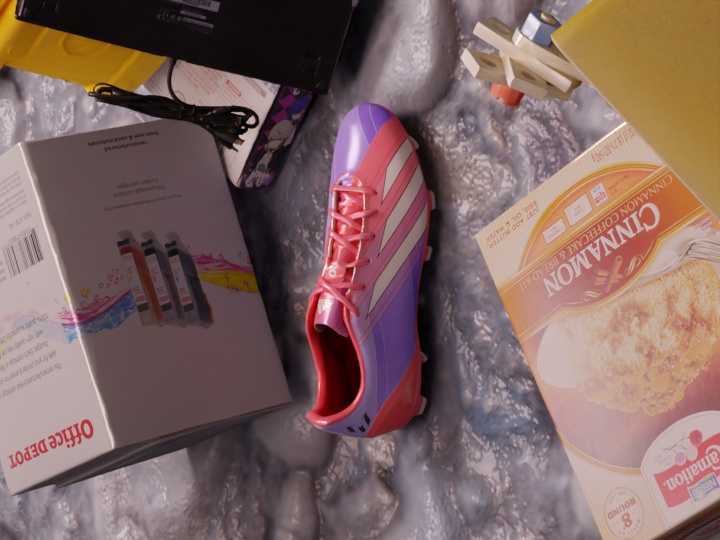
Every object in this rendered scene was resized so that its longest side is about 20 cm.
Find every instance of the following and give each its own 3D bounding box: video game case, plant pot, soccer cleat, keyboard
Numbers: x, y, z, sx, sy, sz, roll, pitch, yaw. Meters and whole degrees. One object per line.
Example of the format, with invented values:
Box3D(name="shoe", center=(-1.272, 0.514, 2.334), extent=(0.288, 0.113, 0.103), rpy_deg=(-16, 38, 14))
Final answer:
Box3D(name="video game case", center=(-0.089, -0.184, 1.563), extent=(0.200, 0.036, 0.182), rpy_deg=(46, 122, 34))
Box3D(name="plant pot", center=(0.239, -0.093, 1.118), extent=(0.176, 0.200, 0.200), rpy_deg=(-47, 73, 15))
Box3D(name="soccer cleat", center=(0.000, 0.000, 1.452), extent=(0.066, 0.076, 0.202), rpy_deg=(0, 91, 45))
Box3D(name="keyboard", center=(-0.110, -0.143, 1.468), extent=(0.021, 0.199, 0.128), rpy_deg=(-105, 31, -64))

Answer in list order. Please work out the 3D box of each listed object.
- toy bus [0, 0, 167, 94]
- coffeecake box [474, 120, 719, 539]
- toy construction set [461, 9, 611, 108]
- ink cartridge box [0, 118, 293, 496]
Box3D(name="toy bus", center=(-0.223, -0.217, 1.538), extent=(0.136, 0.191, 0.201), rpy_deg=(-49, 58, 35))
Box3D(name="coffeecake box", center=(0.167, 0.031, 1.287), extent=(0.153, 0.073, 0.201), rpy_deg=(-38, 66, 38))
Box3D(name="toy construction set", center=(0.147, -0.149, 1.260), extent=(0.200, 0.131, 0.092), rpy_deg=(-50, 58, 34))
Box3D(name="ink cartridge box", center=(-0.161, 0.023, 1.545), extent=(0.145, 0.144, 0.201), rpy_deg=(-24, 80, 52))
